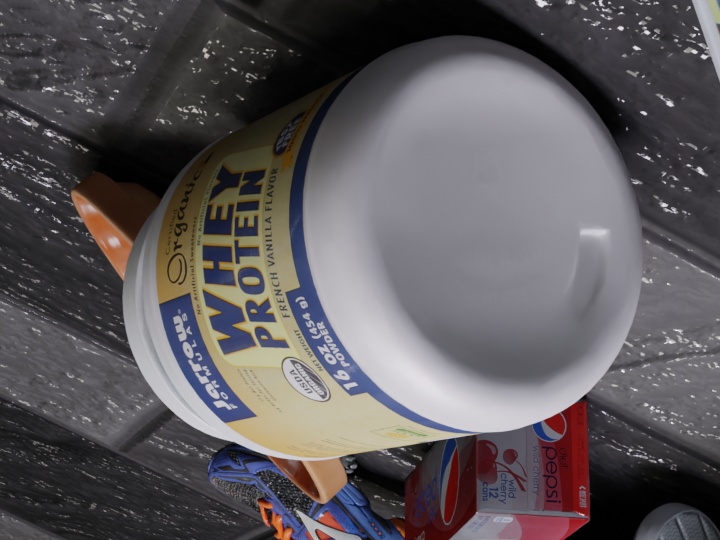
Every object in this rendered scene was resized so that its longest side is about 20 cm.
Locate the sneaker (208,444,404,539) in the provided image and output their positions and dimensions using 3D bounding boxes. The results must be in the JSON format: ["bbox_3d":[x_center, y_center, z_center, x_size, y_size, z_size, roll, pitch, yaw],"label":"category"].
[{"bbox_3d":[-0.020,0.181,1.169,0.200,0.079,0.075,31,159,15],"label":"sneaker"}]

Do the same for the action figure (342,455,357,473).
[{"bbox_3d":[-0.030,0.081,1.040,0.118,0.055,0.200,25,161,-14],"label":"action figure"}]

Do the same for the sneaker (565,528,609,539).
[{"bbox_3d":[0.121,0.212,1.153,0.075,0.079,0.200,20,157,3],"label":"sneaker"}]

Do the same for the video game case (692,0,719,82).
[{"bbox_3d":[0.178,-0.092,0.508,0.182,0.022,0.200,9,155,29],"label":"video game case"}]

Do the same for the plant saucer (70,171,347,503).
[{"bbox_3d":[-0.071,0.030,0.892,0.200,0.032,0.200,48,169,12],"label":"plant saucer"}]

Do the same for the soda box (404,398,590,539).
[{"bbox_3d":[0.073,0.130,1.010,0.063,0.070,0.200,4,159,-8],"label":"soda box"}]

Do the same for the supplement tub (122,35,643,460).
[{"bbox_3d":[0.000,0.000,0.711,0.144,0.145,0.200,32,155,-22],"label":"supplement tub"}]

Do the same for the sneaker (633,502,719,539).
[{"bbox_3d":[0.174,0.223,1.008,0.071,0.073,0.201,15,119,58],"label":"sneaker"}]
